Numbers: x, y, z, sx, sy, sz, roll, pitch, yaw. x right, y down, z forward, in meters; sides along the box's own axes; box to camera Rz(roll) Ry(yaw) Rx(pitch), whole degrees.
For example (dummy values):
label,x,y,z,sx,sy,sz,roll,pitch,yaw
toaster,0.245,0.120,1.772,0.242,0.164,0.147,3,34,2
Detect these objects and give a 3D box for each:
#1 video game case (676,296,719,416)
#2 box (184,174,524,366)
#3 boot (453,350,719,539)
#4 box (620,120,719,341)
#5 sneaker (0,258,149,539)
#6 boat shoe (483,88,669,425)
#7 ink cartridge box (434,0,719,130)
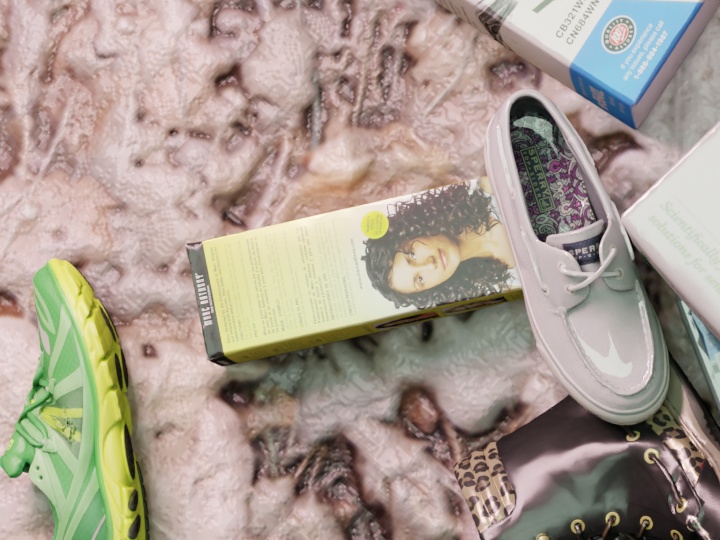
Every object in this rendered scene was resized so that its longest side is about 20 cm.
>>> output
label,x,y,z,sx,sy,sz,roll,pitch,yaw
video game case,0.303,0.076,1.676,0.181,0.022,0.201,-21,81,6
box,0.000,0.000,1.717,0.199,0.050,0.076,-14,81,8
boot,0.151,0.147,1.651,0.150,0.073,0.201,-30,62,7
box,0.282,-0.016,1.591,0.200,0.171,0.199,-43,79,2
sneaker,-0.179,0.091,1.722,0.083,0.074,0.201,-9,83,4
boat shoe,0.125,-0.011,1.640,0.072,0.069,0.201,-14,75,-3
ink cartridge box,0.119,-0.201,1.704,0.199,0.084,0.146,33,90,10
